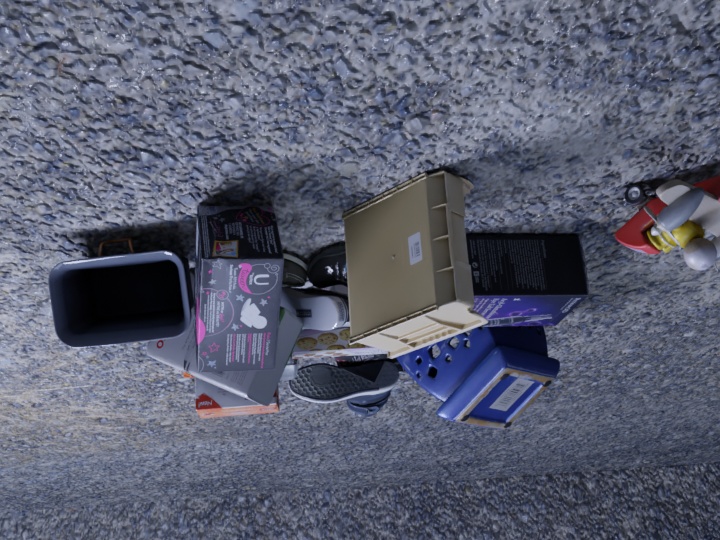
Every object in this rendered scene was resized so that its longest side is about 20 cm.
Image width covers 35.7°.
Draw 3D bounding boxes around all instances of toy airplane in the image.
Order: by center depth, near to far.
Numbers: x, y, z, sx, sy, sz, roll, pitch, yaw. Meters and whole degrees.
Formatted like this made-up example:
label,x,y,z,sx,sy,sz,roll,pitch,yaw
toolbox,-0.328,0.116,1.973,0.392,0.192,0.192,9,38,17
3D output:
label,x,y,z,sx,sy,sz,roll,pitch,yaw
toy airplane,0.472,-0.071,1.539,0.198,0.142,0.199,-2,158,-8

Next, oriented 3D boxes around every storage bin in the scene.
label,x,y,z,sx,sy,sz,roll,pitch,yaw
storage bin,0.075,-0.009,1.532,0.093,0.202,0.198,18,150,-41
storage bin,-0.340,0.024,1.645,0.198,0.147,0.134,-7,-174,4

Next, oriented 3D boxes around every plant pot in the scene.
label,x,y,z,sx,sy,sz,roll,pitch,yaw
plant pot,0.212,0.155,1.922,0.199,0.180,0.200,17,123,-42

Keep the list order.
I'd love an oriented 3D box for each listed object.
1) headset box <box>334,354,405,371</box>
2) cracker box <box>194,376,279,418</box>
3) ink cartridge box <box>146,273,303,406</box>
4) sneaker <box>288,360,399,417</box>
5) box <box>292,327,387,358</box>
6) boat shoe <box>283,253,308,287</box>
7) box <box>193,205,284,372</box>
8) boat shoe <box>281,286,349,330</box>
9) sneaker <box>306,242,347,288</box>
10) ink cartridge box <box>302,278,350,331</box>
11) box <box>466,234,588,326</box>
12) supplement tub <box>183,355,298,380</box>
label,x,y,z,sx,sy,sz,roll,pitch,yaw
headset box,0.033,0.138,2.074,0.198,0.078,0.149,-6,159,5
cracker box,-0.205,0.136,1.841,0.133,0.202,0.058,-5,160,-1
ink cartridge box,-0.211,0.104,1.735,0.199,0.147,0.084,20,170,25
sneaker,-0.037,0.226,2.071,0.200,0.078,0.146,-1,156,-9
box,-0.018,0.120,1.877,0.198,0.042,0.039,-2,160,-6
boat shoe,-0.156,0.002,1.700,0.072,0.061,0.201,-21,154,37
box,-0.171,0.025,1.555,0.114,0.133,0.201,0,127,-12
boat shoe,-0.080,0.058,1.777,0.067,0.072,0.199,-8,-175,-44
sneaker,0.000,0.000,1.701,0.199,0.083,0.073,-19,155,33
ink cartridge box,-0.037,0.065,1.881,0.199,0.067,0.115,15,152,-41
box,0.240,0.017,1.769,0.198,0.105,0.148,0,158,-11
supplement tub,-0.210,0.133,1.944,0.198,0.124,0.123,-2,159,-7
